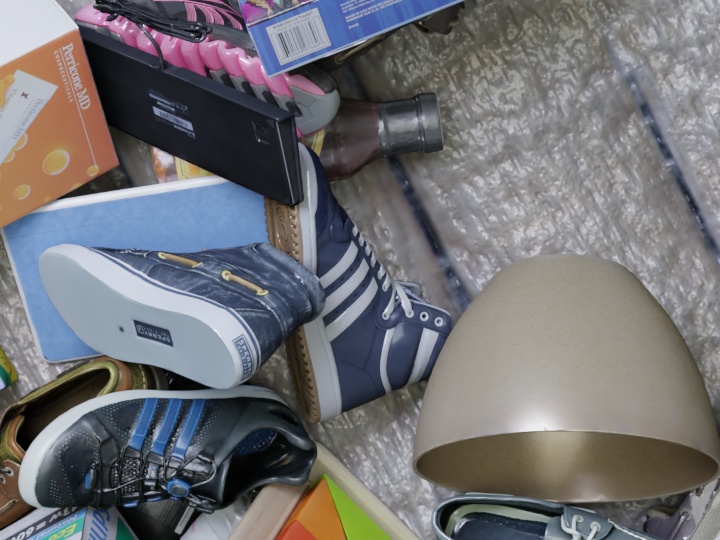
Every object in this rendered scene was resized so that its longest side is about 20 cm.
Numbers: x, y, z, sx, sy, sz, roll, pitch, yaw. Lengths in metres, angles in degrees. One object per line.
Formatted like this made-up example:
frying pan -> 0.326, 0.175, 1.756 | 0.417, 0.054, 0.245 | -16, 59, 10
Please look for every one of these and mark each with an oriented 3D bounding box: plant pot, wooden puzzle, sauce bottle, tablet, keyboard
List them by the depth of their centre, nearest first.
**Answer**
keyboard -> -0.118, -0.120, 0.951 | 0.199, 0.128, 0.021 | 25, 53, 31
wooden puzzle -> -0.004, 0.218, 0.998 | 0.185, 0.200, 0.037 | 45, 119, -3
plant pot -> 0.135, 0.067, 1.000 | 0.199, 0.200, 0.135 | 2, 70, -1
sauce bottle -> -0.043, -0.090, 1.040 | 0.199, 0.066, 0.066 | -10, 93, -1
tablet -> -0.138, -0.003, 1.042 | 0.199, 0.014, 0.131 | -9, 123, 1

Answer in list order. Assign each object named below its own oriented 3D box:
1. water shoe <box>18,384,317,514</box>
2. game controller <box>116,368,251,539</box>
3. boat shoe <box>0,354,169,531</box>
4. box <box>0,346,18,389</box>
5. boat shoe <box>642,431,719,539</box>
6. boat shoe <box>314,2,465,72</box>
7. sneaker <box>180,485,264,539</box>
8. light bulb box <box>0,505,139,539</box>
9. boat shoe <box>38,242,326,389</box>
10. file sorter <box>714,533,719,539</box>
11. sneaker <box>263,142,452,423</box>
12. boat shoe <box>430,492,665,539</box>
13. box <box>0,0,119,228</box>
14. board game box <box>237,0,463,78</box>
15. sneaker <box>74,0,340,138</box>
water shoe -> -0.119, 0.119, 0.979 | 0.199, 0.079, 0.072 | -11, 120, -33
game controller -> -0.152, 0.153, 1.070 | 0.104, 0.042, 0.201 | 28, 93, -16
boat shoe -> -0.226, 0.117, 1.030 | 0.200, 0.068, 0.072 | -40, 69, 12
box -> -0.339, 0.018, 1.052 | 0.117, 0.048, 0.201 | -29, 92, 1
boat shoe -> 0.229, 0.187, 1.058 | 0.065, 0.072, 0.201 | 37, 105, 20
boat shoe -> 0.038, -0.200, 1.039 | 0.199, 0.075, 0.074 | -25, 119, -3
sneaker -> -0.049, 0.239, 1.061 | 0.200, 0.078, 0.099 | 44, 108, -2
light bulb box -> -0.210, 0.283, 1.004 | 0.198, 0.125, 0.201 | -30, 108, 3
boat shoe -> -0.117, 0.016, 0.983 | 0.200, 0.091, 0.071 | 19, 129, 37
file sorter -> 0.319, 0.216, 0.999 | 0.200, 0.125, 0.139 | -48, 134, 2
sneaker -> 0.000, 0.000, 1.015 | 0.108, 0.070, 0.201 | -14, 117, -15
boat shoe -> 0.135, 0.192, 1.008 | 0.199, 0.062, 0.073 | 10, 66, 34
box -> -0.273, -0.090, 0.965 | 0.199, 0.125, 0.097 | -31, 53, -18
board game box -> 0.011, -0.219, 0.970 | 0.199, 0.199, 0.044 | -22, 125, 1
sneaker -> -0.091, -0.156, 1.007 | 0.199, 0.079, 0.096 | 24, 59, 21
